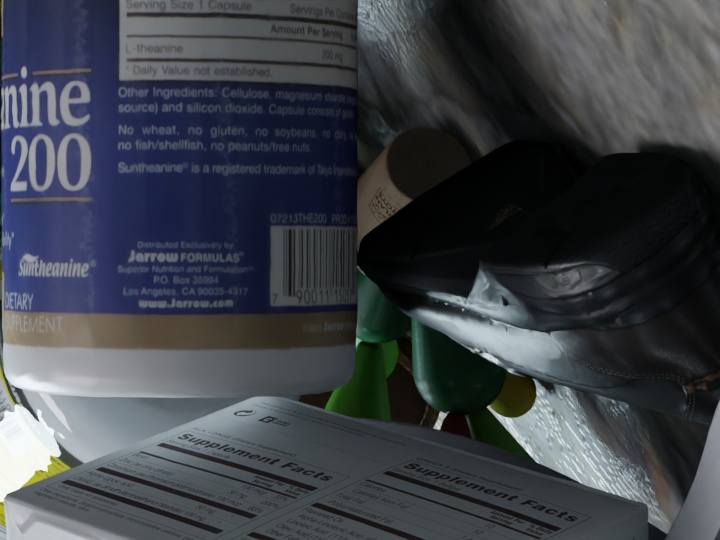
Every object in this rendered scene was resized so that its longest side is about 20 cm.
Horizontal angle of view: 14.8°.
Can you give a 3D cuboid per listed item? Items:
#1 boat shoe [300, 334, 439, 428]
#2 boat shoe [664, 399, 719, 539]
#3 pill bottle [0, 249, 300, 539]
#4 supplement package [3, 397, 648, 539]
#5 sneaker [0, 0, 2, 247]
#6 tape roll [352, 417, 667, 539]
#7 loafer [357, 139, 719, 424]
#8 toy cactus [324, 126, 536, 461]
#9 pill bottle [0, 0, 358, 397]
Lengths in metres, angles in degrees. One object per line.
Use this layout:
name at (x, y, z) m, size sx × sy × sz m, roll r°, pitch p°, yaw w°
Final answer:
boat shoe at (-0.058, 0.027, 1.126) m, size 0.202 × 0.075 × 0.075 m, roll 22°, pitch 179°, yaw -8°
boat shoe at (0.123, 0.074, 0.747) m, size 0.057 × 0.069 × 0.200 m, roll 52°, pitch 164°, yaw 24°
pill bottle at (-0.111, 0.046, 1.028) m, size 0.113 × 0.112 × 0.200 m, roll 58°, pitch 146°, yaw -1°
supplement package at (-0.006, 0.158, 0.810) m, size 0.155 × 0.111 × 0.201 m, roll 13°, pitch 114°, yaw 41°
sneaker at (-0.152, -0.023, 0.962) m, size 0.078 × 0.200 × 0.085 m, roll 31°, pitch 179°, yaw -13°
tape roll at (0.040, 0.135, 0.985) m, size 0.200 × 0.066 × 0.200 m, roll 22°, pitch 153°, yaw 11°
loafer at (0.056, 0.008, 0.841) m, size 0.072 × 0.073 × 0.200 m, roll 57°, pitch 169°, yaw -15°
toy cactus at (0.000, 0.000, 1.015) m, size 0.200 × 0.102 × 0.165 m, roll 63°, pitch 160°, yaw 19°
pill bottle at (-0.056, -0.062, 0.859) m, size 0.111 × 0.111 × 0.201 m, roll -179°, pitch 89°, yaw -75°
